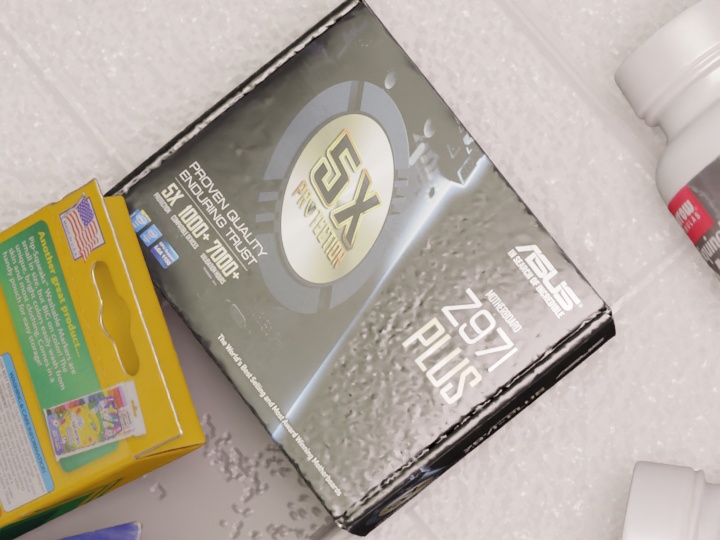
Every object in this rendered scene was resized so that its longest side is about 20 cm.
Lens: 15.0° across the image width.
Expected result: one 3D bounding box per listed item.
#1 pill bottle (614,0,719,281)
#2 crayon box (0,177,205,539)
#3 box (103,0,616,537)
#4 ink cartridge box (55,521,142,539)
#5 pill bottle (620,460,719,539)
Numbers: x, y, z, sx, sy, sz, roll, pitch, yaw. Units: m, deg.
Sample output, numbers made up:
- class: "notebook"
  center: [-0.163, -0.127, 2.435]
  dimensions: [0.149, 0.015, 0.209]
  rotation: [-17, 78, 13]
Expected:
- class: "pill bottle"
  center: [0.208, -0.034, 1.285]
  dimensions: [0.110, 0.111, 0.201]
  rotation: [-34, 80, 1]
- class: "crayon box"
  center: [-0.152, 0.049, 1.294]
  dimensions: [0.199, 0.051, 0.126]
  rotation: [-27, 78, 40]
- class: "box"
  center: [0.000, 0.000, 1.317]
  dimensions: [0.163, 0.086, 0.200]
  rotation: [-37, 80, 0]
- class: "ink cartridge box"
  center: [-0.201, 0.210, 1.262]
  dimensions: [0.199, 0.041, 0.201]
  rotation: [-16, 48, 23]
- class: "pill bottle"
  center: [0.217, 0.149, 1.259]
  dimensions: [0.199, 0.114, 0.115]
  rotation: [9, 84, 8]
